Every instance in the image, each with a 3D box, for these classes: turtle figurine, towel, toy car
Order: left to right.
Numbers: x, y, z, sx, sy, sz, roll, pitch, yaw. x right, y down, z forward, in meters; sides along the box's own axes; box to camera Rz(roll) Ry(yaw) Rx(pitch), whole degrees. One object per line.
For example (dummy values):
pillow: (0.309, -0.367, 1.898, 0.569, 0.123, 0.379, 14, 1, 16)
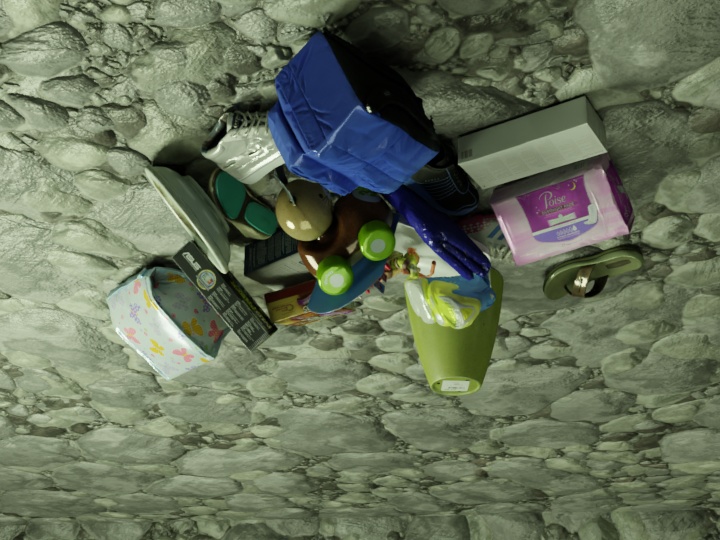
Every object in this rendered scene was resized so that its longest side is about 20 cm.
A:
toy car: (-0.062, -0.096, 1.577, 0.157, 0.165, 0.200, -39, 117, 10)
turtle figurine: (0.037, -0.002, 1.728, 0.159, 0.065, 0.200, -20, -174, -15)
towel: (0.099, -0.069, 1.585, 0.147, 0.200, 0.050, 29, 105, -43)

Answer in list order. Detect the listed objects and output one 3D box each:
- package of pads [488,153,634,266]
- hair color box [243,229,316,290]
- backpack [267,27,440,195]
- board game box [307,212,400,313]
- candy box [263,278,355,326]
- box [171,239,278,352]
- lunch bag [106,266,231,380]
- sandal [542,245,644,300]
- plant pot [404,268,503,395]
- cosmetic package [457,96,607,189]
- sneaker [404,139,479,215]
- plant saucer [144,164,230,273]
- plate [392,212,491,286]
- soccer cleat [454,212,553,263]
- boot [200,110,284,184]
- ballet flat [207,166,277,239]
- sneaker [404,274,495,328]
package of pads: (0.302, -0.093, 1.604, 0.198, 0.076, 0.122, -18, 109, 31)
hair color box: (-0.096, -0.030, 1.799, 0.198, 0.062, 0.099, -20, 149, 35)
backpack: (-0.008, -0.189, 1.367, 0.167, 0.164, 0.198, -39, 147, 28)
board game box: (0.000, 0.000, 1.627, 0.157, 0.202, 0.039, -26, 121, 35)
candy box: (-0.086, 0.057, 1.884, 0.115, 0.057, 0.200, -16, 171, 9)
box: (-0.221, 0.040, 1.758, 0.044, 0.201, 0.160, -40, 179, 0)
lunch bag: (-0.355, 0.082, 1.955, 0.200, 0.128, 0.169, 44, 137, -18)
sandal: (0.406, 0.014, 1.872, 0.199, 0.058, 0.079, -24, 144, 39)
plant pot: (0.172, 0.116, 1.920, 0.183, 0.203, 0.188, 0, 153, 0)
cosmetic package: (0.243, -0.180, 1.510, 0.197, 0.051, 0.082, -15, 147, 29)
sneaker: (0.122, -0.143, 1.564, 0.077, 0.071, 0.198, -24, 145, 39)
plant saucer: (-0.249, -0.089, 1.611, 0.050, 0.200, 0.201, -39, 153, -10)
plate: (0.129, -0.031, 1.755, 0.197, 0.033, 0.200, 21, 163, 15)
soccer cleat: (0.227, -0.048, 1.727, 0.197, 0.088, 0.070, -9, 152, 19)
boot: (-0.143, -0.192, 1.477, 0.095, 0.075, 0.199, 26, 139, -31)
ballet flat: (-0.201, -0.104, 1.667, 0.068, 0.071, 0.200, -10, 152, 20)
sneaker: (0.153, 0.042, 1.728, 0.104, 0.077, 0.200, -24, -158, -18)
